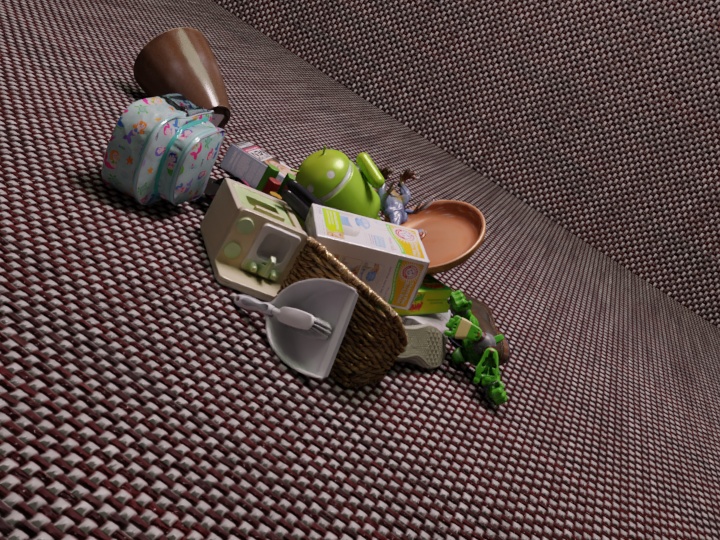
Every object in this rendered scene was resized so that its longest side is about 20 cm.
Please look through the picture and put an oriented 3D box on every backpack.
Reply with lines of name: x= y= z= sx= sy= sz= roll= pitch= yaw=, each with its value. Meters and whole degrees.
backpack: x=-0.332 y=-0.197 z=1.539 sx=0.150 sy=0.178 sz=0.200 roll=31 pitch=21 yaw=16

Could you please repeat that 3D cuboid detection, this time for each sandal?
sandal: x=-0.241 y=-0.143 z=1.665 sx=0.199 sy=0.045 sz=0.075 roll=17 pitch=42 yaw=4

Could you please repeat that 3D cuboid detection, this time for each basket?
basket: x=-0.015 y=0.061 z=1.415 sx=0.200 sy=0.149 sz=0.143 roll=40 pitch=20 yaw=27

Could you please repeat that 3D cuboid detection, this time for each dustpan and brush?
dustpan and brush: x=-0.109 y=0.066 z=1.346 sx=0.200 sy=0.140 sz=0.057 roll=13 pitch=-11 yaw=45

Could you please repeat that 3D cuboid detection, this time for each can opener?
can opener: x=-0.062 y=-0.080 z=1.608 sx=0.200 sy=0.078 sz=0.064 roll=41 pitch=36 yaw=-26

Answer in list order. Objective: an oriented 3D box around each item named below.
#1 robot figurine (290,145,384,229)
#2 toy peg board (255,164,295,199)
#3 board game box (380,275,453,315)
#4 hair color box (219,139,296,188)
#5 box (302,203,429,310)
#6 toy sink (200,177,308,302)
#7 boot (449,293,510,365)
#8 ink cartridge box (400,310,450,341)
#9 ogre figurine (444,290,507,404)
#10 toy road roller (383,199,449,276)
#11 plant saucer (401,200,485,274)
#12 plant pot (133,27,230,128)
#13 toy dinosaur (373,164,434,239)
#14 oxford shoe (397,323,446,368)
robot figurine: x=-0.041 y=-0.138 z=1.687 sx=0.200 sy=0.175 sz=0.116 roll=49 pitch=9 yaw=-33
toy peg board: x=-0.123 y=-0.108 z=1.771 sx=0.199 sy=0.098 sz=0.199 roll=23 pitch=20 yaw=-25
board game box: x=0.059 y=0.039 z=1.663 sx=0.199 sy=0.048 sz=0.102 roll=-1 pitch=24 yaw=-37
hair color box: x=-0.189 y=-0.198 z=1.962 sx=0.200 sy=0.061 sz=0.099 roll=33 pitch=18 yaw=3
box: x=0.001 y=-0.022 z=1.548 sx=0.199 sy=0.102 sz=0.113 roll=13 pitch=29 yaw=-16
toy sink: x=-0.172 y=-0.052 z=1.516 sx=0.130 sy=0.112 sz=0.200 roll=22 pitch=20 yaw=-27
boot: x=0.209 y=0.100 z=1.800 sx=0.097 sy=0.075 sz=0.200 roll=20 pitch=23 yaw=-39
ink cartridge box: x=0.073 y=0.065 z=1.715 sx=0.200 sy=0.057 sz=0.163 roll=35 pitch=18 yaw=-3
ogre figurine: x=0.209 y=0.139 z=1.634 sx=0.200 sy=0.098 sz=0.120 roll=47 pitch=2 yaw=12
toy road roller: x=0.123 y=-0.039 z=1.862 sx=0.123 sy=0.199 sz=0.146 roll=-98 pitch=163 yaw=-65
plant saucer: x=0.137 y=-0.057 z=1.711 sx=0.200 sy=0.199 sz=0.038 roll=55 pitch=-11 yaw=52
plant pot: x=-0.376 y=-0.400 z=2.047 sx=0.187 sy=0.187 sz=0.200 roll=2 pitch=48 yaw=-57
toy dinosaur: x=0.074 y=-0.111 z=1.743 sx=0.105 sy=0.200 sz=0.182 roll=14 pitch=61 yaw=-16
oxford shoe: x=0.082 y=0.125 z=1.549 sx=0.058 sy=0.076 sz=0.200 roll=-2 pitch=-9 yaw=36
